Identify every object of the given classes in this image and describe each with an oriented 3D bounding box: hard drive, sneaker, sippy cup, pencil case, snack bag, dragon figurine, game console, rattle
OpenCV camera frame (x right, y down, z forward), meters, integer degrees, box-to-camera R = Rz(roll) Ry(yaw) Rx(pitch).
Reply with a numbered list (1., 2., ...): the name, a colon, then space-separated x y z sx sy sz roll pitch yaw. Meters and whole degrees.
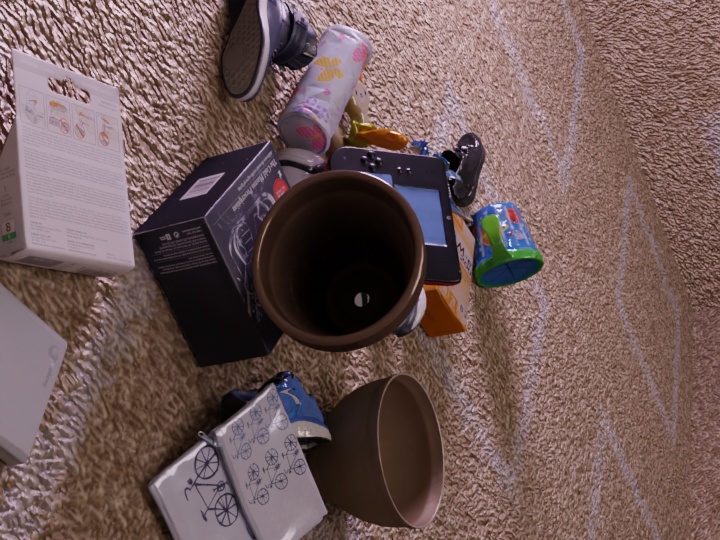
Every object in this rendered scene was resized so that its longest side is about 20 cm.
1. hard drive: -0.348 0.064 0.995 0.201 0.026 0.134 52 37 -41
2. sneaker: -0.038 -0.087 1.564 0.197 0.075 0.117 17 68 -26
3. sippy cup: 0.271 -0.054 2.162 0.137 0.178 0.132 -4 66 -19
4. pencil case: -0.050 -0.259 1.616 0.091 0.082 0.202 104 8 -55
5. snack bag: -0.134 0.257 1.260 0.199 0.021 0.191 -35 114 -38
6. sneaker: 0.186 -0.201 2.116 0.104 0.059 0.203 53 39 -48
7. dragon figurine: 0.132 -0.157 1.906 0.100 0.199 0.059 -51 133 -8
8. sneaker: -0.112 0.170 1.383 0.199 0.078 0.090 29 38 -59
9. game console: 0.043 -0.073 1.503 0.031 0.173 0.203 115 -26 -58
10. sneaker: 0.047 0.008 1.764 0.086 0.077 0.203 29 46 -41
11. rattle: 0.012 -0.267 1.722 0.130 0.142 0.202 40 48 -24
12. sneaker: -0.119 -0.290 1.532 0.146 0.076 0.206 39 45 -48

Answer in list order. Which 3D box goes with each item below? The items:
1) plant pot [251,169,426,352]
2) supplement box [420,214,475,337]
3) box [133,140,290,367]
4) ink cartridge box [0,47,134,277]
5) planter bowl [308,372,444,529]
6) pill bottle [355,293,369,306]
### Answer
1. plant pot: -0.011 0.012 1.305 0.175 0.196 0.204 61 26 -68
2. supplement box: 0.134 -0.007 1.919 0.126 0.072 0.203 52 36 -42
3. box: -0.148 -0.022 1.338 0.184 0.103 0.201 67 29 -24
4. ink cartridge box: -0.302 -0.102 1.137 0.160 0.049 0.204 14 64 -61
5. planter bowl: 0.013 0.247 1.512 0.200 0.133 0.204 33 51 -55
6. pill bottle: 0.000 0.000 1.534 0.198 0.112 0.114 -27 106 -27
